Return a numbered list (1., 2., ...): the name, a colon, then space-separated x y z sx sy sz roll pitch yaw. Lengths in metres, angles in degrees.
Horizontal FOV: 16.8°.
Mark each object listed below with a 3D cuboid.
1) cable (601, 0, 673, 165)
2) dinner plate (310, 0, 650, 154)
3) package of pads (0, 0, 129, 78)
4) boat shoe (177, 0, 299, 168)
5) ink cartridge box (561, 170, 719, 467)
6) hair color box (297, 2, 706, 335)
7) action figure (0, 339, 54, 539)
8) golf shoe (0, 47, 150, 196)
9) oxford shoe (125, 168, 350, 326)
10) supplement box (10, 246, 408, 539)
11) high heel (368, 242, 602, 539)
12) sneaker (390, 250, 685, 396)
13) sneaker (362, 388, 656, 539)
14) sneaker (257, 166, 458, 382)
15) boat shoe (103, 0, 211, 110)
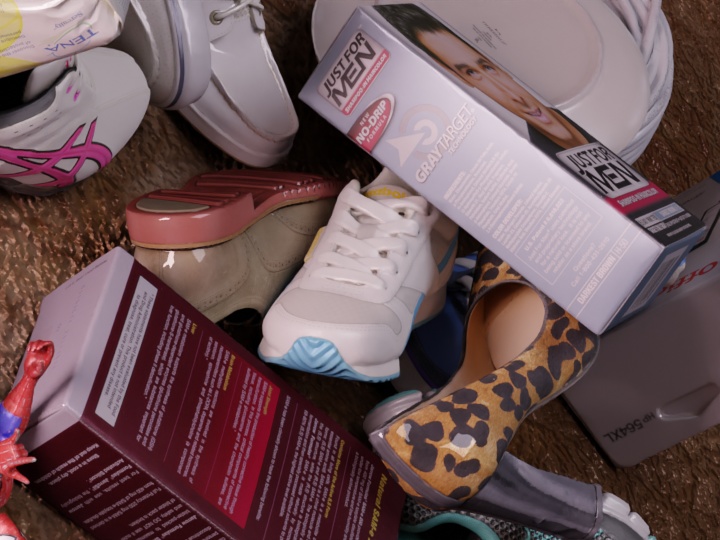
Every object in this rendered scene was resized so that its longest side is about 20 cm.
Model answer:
1. cable: 0.089 -0.131 1.461 0.200 0.069 0.200 10 46 -7
2. dinner plate: 0.071 -0.129 1.389 0.200 0.024 0.200 8 46 -8
3. package of pads: -0.187 -0.142 1.061 0.068 0.200 0.155 56 28 -39
4. boat shoe: -0.086 -0.150 1.311 0.200 0.069 0.071 57 33 2
5. ink cartridge box: 0.216 0.015 1.501 0.084 0.146 0.200 52 33 -10
6. hair color box: 0.075 -0.056 1.263 0.200 0.061 0.099 39 18 12
7. action figure: -0.175 0.034 1.034 0.065 0.099 0.200 -19 82 -55
8. golf shoe: -0.154 -0.079 1.153 0.200 0.092 0.073 -21 80 -58
9. oxford shoe: -0.062 -0.011 1.259 0.200 0.070 0.075 -20 111 -61
10. supplement box: -0.071 0.094 1.146 0.200 0.061 0.109 41 38 -23
11. high heel: 0.053 0.035 1.238 0.142 0.071 0.200 21 46 -37
12. sneaker: 0.107 0.003 1.369 0.200 0.146 0.081 -21 81 -57
13. sneaker: 0.078 0.148 1.292 0.200 0.078 0.091 31 45 -21
14. sneaker: 0.000 0.000 1.242 0.200 0.076 0.081 -52 152 -68
15. boat shoe: -0.148 -0.167 1.259 0.070 0.071 0.200 -19 78 -40
